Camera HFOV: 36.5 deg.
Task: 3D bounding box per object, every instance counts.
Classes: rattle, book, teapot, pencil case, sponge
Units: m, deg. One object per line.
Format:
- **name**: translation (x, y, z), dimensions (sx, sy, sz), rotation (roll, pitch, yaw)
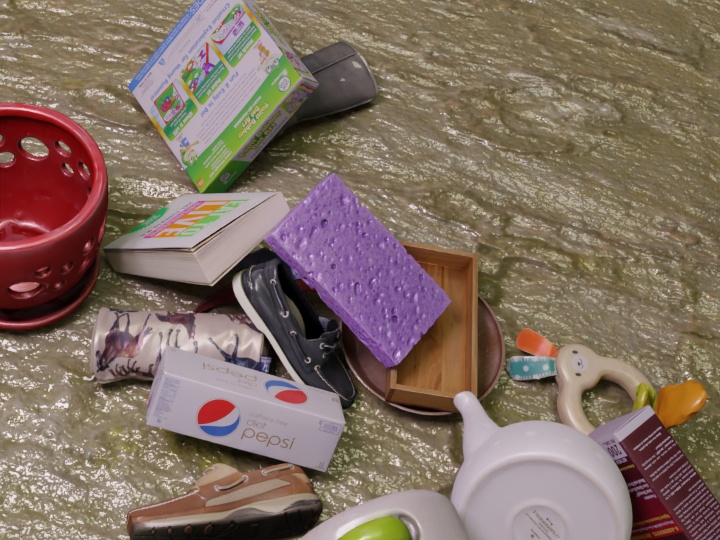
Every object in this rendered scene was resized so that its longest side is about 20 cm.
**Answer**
- **rattle**: translation (0.272, 0.121, 1.251), dimensions (0.130, 0.143, 0.200), rotation (-41, 79, -11)
- **book**: translation (-0.186, -0.043, 1.233), dimensions (0.134, 0.199, 0.048), rotation (-41, 117, -33)
- **teapot**: translation (0.193, 0.240, 1.145), dimensions (0.196, 0.201, 0.146), rotation (0, 15, 12)
- **pencil case**: translation (-0.198, 0.089, 1.191), dimensions (0.199, 0.078, 0.090), rotation (4, 67, -11)
- **sponge**: translation (0.000, 0.000, 1.200), dimensions (0.200, 0.030, 0.112), rotation (47, 59, -8)

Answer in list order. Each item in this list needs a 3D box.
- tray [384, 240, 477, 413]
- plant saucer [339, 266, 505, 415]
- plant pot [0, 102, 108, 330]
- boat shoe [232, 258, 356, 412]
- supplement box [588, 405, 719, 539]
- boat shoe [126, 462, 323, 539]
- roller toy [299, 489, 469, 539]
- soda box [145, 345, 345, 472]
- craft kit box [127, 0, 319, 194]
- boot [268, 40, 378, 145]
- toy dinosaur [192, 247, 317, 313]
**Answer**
- **tray**: translation (0.084, 0.063, 1.260), dimensions (0.098, 0.037, 0.201), rotation (10, 54, -7)
- **plant saucer**: translation (0.070, 0.087, 1.284), dimensions (0.199, 0.037, 0.201), rotation (7, 54, -9)
- **plant pot**: translation (-0.375, -0.052, 1.181), dimensions (0.199, 0.183, 0.201), rotation (6, 56, -9)
- **boat shoe**: translation (-0.055, 0.069, 1.196), dimensions (0.200, 0.066, 0.075), rotation (55, 23, -10)
- **supplement box**: translation (0.320, 0.252, 1.160), dimensions (0.061, 0.109, 0.200), rotation (-32, 82, -26)
- **boat shoe**: translation (-0.140, 0.239, 1.114), dimensions (0.199, 0.076, 0.074), rotation (-2, 51, -25)
- **roller toy**: translation (0.030, 0.309, 1.034), dimensions (0.199, 0.182, 0.140), rotation (9, 46, -45)
- **soda box**: translation (-0.119, 0.145, 1.145), dimensions (0.199, 0.064, 0.068), rotation (18, 18, -14)
- **craft kit box**: translation (-0.175, -0.230, 1.354), dimensions (0.048, 0.200, 0.198), rotation (10, 40, -56)
- **boot**: translation (-0.096, -0.267, 1.457), dimensions (0.200, 0.073, 0.182), rotation (-33, 89, -23)
- **toy dinosaur**: translation (-0.067, 0.008, 1.280), dimensions (0.181, 0.105, 0.201), rotation (27, 88, 12)
